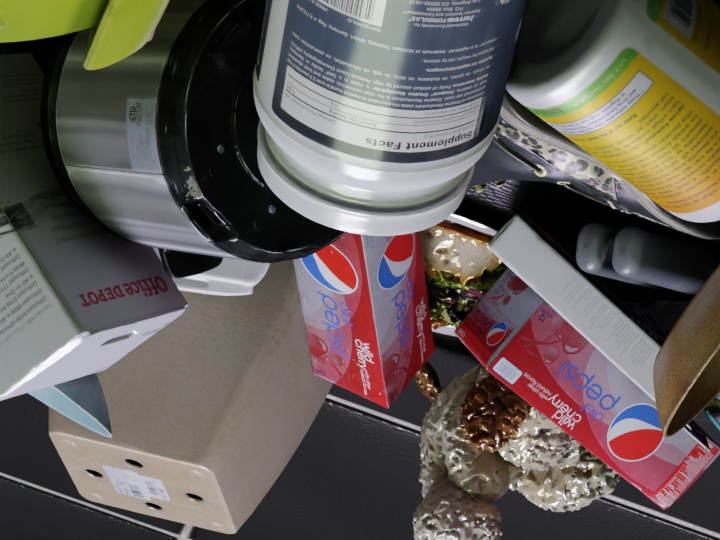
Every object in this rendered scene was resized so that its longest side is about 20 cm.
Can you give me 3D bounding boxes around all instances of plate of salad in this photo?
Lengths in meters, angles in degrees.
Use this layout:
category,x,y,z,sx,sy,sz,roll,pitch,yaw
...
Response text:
category,x,y,z,sx,sy,sz,roll,pitch,yaw
plate of salad,0.052,0.010,1.800,0.198,0.048,0.200,14,155,7

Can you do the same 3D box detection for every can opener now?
category,x,y,z,sx,sy,sz,roll,pitch,yaw
can opener,0.203,0.014,1.635,0.053,0.067,0.200,7,177,33

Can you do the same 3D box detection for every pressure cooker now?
category,x,y,z,sx,sy,sz,roll,pitch,yaw
pressure cooker,-0.099,-0.099,1.518,0.178,0.177,0.199,37,161,-35

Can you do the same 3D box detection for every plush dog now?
category,x,y,z,sx,sy,sz,roll,pitch,yaw
plush dog,0.121,0.106,1.866,0.199,0.161,0.172,-17,163,-38

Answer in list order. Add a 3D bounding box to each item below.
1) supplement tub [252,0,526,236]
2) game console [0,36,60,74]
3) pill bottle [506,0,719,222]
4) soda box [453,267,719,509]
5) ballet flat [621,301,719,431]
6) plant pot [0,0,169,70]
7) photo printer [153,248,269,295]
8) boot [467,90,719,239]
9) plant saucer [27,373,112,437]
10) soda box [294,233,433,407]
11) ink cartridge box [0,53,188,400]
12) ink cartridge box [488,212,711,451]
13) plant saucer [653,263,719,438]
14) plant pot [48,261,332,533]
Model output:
category,x,y,z,sx,sy,sz,roll,pitch,yaw
supplement tub,0.017,-0.135,1.347,0.139,0.141,0.201,16,129,4
game console,-0.306,-0.154,1.724,0.199,0.031,0.177,20,155,-6
pill bottle,0.184,-0.097,1.418,0.199,0.112,0.111,33,151,-29
soda box,0.161,0.085,1.747,0.200,0.063,0.070,39,-175,-28
ballet flat,0.255,0.068,1.781,0.072,0.072,0.200,-8,145,43
plant pot,-0.166,-0.229,1.294,0.180,0.200,0.200,17,155,-12
photo printer,-0.161,-0.030,1.752,0.165,0.070,0.200,9,-178,-14
boot,0.128,-0.075,1.559,0.203,0.074,0.153,27,160,-28
plant saucer,-0.240,0.041,1.658,0.200,0.039,0.201,33,169,7
soda box,0.000,0.000,1.714,0.070,0.063,0.201,23,145,26
ink cartridge box,-0.218,-0.030,1.556,0.084,0.201,0.145,-36,172,22
ink cartridge box,0.169,0.039,1.663,0.200,0.037,0.095,45,-174,3
plant saucer,0.241,0.017,1.545,0.035,0.200,0.201,39,158,13
plant pot,-0.142,0.091,1.940,0.198,0.178,0.200,11,154,12
